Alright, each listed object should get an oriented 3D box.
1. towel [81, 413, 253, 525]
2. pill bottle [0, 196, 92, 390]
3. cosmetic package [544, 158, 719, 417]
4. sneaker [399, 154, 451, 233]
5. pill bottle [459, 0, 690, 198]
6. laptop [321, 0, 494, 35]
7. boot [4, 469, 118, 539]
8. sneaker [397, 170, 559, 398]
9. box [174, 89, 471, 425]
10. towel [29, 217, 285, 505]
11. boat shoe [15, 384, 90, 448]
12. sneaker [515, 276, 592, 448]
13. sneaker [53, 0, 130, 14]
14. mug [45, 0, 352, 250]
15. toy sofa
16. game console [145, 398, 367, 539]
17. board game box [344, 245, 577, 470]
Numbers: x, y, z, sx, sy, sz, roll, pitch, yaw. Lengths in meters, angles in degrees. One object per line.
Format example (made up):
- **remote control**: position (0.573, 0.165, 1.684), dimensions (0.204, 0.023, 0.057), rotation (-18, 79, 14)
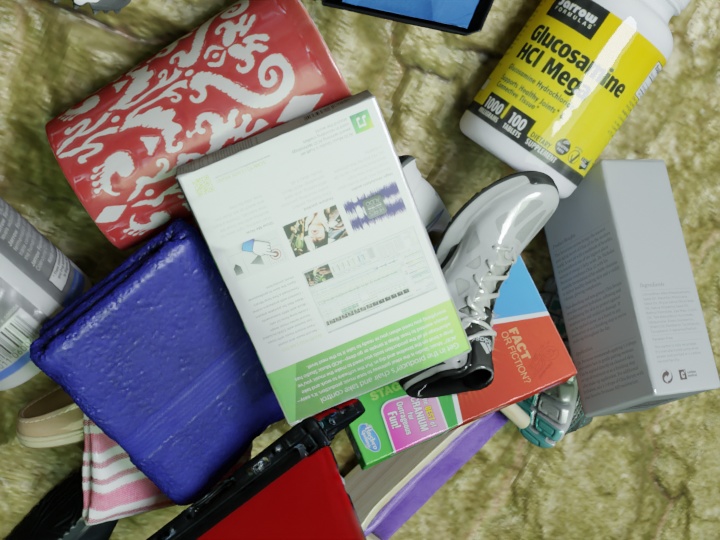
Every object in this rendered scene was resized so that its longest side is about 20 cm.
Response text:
- **towel**: position (-0.146, 0.109, 0.861), dimensions (0.146, 0.030, 0.200), rotation (-7, 118, -32)
- **pill bottle**: position (-0.299, -0.015, 0.768), dimensions (0.114, 0.114, 0.200), rotation (-41, 121, 1)
- **cosmetic package**: position (0.224, 0.016, 0.922), dimensions (0.071, 0.101, 0.200), rotation (-3, 75, -25)
- **sneaker**: position (0.000, 0.000, 0.891), dimensions (0.087, 0.075, 0.200), rotation (43, 84, -18)
- **pill bottle**: position (0.179, -0.168, 0.884), dimensions (0.112, 0.112, 0.200), rotation (29, 101, -30)
- **laptop**: position (0.011, -0.277, 0.733), dimensions (0.200, 0.103, 0.177), rotation (35, 68, -31)
- **boot**: position (-0.231, 0.278, 0.952), dimensions (0.200, 0.076, 0.168), rotation (-44, 118, 10)
- **sneaker**: position (0.098, 0.024, 0.842), dimensions (0.201, 0.115, 0.076), rotation (-46, 138, 16)
- **box**: position (-0.023, -0.006, 0.756), dimensions (0.144, 0.036, 0.200), rotation (-22, 108, 0)
- **towel**: position (-0.134, 0.071, 0.805), dimensions (0.148, 0.050, 0.200), rotation (-42, 131, -10)
- **boat shoe**: position (-0.192, 0.076, 0.883), dimensions (0.200, 0.071, 0.065), rotation (-27, 117, -19)
- **sneaker**: position (0.212, 0.072, 1.046), dimensions (0.091, 0.078, 0.200), rotation (1, 112, -47)
- **sneaker**: position (-0.231, -0.244, 0.713), dimensions (0.200, 0.066, 0.091), rotation (25, 105, -27)
- **mug**: position (-0.104, -0.092, 0.784), dimensions (0.200, 0.178, 0.133), rotation (-29, 163, -2)
- **toy sofa**: position (0.061, 0.181, 1.012), dimensions (0.200, 0.098, 0.083), rotation (-45, 121, 2)
- **game console**: position (-0.068, 0.208, 0.824), dimensions (0.200, 0.172, 0.119), rotation (-38, 80, 17)
- **board game box**: position (0.063, 0.062, 0.936), dimensions (0.200, 0.040, 0.153), rotation (-22, 77, -11)
